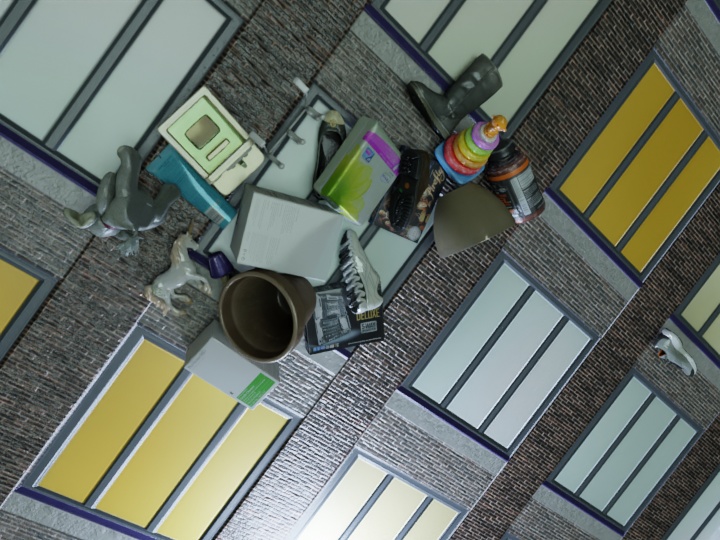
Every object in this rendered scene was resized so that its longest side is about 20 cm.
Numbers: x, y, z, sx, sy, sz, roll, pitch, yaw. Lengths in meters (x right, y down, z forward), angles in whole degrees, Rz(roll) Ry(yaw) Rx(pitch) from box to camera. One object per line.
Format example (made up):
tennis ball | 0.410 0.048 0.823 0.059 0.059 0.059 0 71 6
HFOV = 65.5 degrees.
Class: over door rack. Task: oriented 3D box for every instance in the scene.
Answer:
over door rack | -0.143 -0.289 1.151 0.066 0.200 0.148 39 90 2

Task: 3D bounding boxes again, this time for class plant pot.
plant pot | -0.183 0.081 1.242 0.199 0.174 0.202 6 105 24
plant pot | 0.256 -0.133 1.351 0.199 0.200 0.135 -25 92 -10

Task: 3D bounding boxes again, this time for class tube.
tube | -0.354 -0.174 1.196 0.077 0.050 0.200 -45 110 3

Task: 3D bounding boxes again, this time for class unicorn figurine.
unicorn figurine | -0.390 0.010 1.220 0.200 0.074 0.138 -42 115 -4

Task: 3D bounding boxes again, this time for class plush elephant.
plush elephant | -0.483 -0.123 1.117 0.165 0.154 0.202 39 59 -58

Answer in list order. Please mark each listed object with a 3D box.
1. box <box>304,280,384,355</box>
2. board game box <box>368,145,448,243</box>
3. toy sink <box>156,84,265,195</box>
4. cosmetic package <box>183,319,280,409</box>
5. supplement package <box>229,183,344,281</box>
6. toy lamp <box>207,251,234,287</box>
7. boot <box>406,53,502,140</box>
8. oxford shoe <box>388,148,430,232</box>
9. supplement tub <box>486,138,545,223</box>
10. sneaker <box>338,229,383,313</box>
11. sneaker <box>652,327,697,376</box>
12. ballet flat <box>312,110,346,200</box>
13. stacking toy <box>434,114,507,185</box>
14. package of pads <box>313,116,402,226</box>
box | -0.043 0.110 1.382 0.198 0.050 0.159 -8 107 -16
board game box | 0.119 -0.183 1.360 0.135 0.035 0.201 20 98 -23
toy sink | -0.298 -0.259 1.152 0.130 0.112 0.200 -42 114 -3
cosmetic package | -0.297 0.220 1.304 0.200 0.085 0.108 38 103 -25
supplement package | -0.165 -0.085 1.227 0.199 0.151 0.153 13 101 -21
toy lamp | -0.294 0.052 1.276 0.058 0.058 0.201 -24 112 -11
boot | 0.223 -0.429 1.304 0.200 0.073 0.182 -43 128 4
oxford shoe | 0.124 -0.182 1.304 0.084 0.073 0.201 -13 128 -46
supplement tub | 0.381 -0.225 1.400 0.107 0.107 0.201 -33 113 -7
sneaker | 0.000 0.000 1.330 0.080 0.075 0.202 -8 81 -24
sneaker | 0.999 0.270 1.784 0.079 0.074 0.200 -41 108 7
ballet flat | -0.068 -0.256 1.258 0.066 0.057 0.202 8 103 -3
stacking toy | 0.272 -0.297 1.278 0.110 0.200 0.116 -38 89 -27
package of pads | 0.003 -0.217 1.259 0.201 0.068 0.154 -55 140 -4
